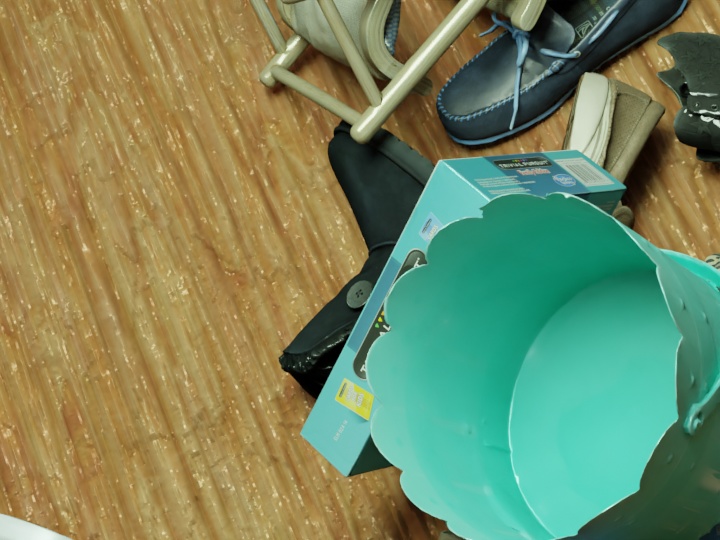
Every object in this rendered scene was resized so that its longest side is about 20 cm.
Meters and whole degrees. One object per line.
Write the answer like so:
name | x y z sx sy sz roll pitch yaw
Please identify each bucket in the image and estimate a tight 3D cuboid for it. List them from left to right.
bucket | 0.121 0.066 1.426 0.206 0.135 0.209 -11 71 33

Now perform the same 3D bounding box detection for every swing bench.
swing bench | 0.019 -0.210 1.746 0.199 0.130 0.199 -33 26 -10

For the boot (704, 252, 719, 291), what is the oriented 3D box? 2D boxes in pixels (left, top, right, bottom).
boot | 0.274 0.038 1.539 0.153 0.074 0.204 -6 23 21

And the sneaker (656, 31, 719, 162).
sneaker | 0.253 -0.089 1.659 0.103 0.060 0.201 -8 42 5

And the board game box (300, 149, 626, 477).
board game box | 0.063 0.024 1.556 0.047 0.151 0.201 40 116 27

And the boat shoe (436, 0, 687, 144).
boat shoe | 0.131 -0.168 1.758 0.200 0.069 0.084 -39 54 -6

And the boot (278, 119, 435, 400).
boot | 0.000 0.000 1.696 0.168 0.076 0.200 -49 46 -4

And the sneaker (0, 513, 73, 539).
sneaker | -0.268 0.198 1.688 0.199 0.073 0.071 0 68 31

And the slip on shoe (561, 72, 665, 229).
slip on shoe | 0.149 -0.033 1.671 0.060 0.076 0.201 16 65 1

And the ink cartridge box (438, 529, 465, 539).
ink cartridge box | 0.125 0.252 1.455 0.199 0.075 0.166 15 94 27

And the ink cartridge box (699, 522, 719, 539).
ink cartridge box | 0.287 0.121 1.483 0.199 0.116 0.068 3 103 23
